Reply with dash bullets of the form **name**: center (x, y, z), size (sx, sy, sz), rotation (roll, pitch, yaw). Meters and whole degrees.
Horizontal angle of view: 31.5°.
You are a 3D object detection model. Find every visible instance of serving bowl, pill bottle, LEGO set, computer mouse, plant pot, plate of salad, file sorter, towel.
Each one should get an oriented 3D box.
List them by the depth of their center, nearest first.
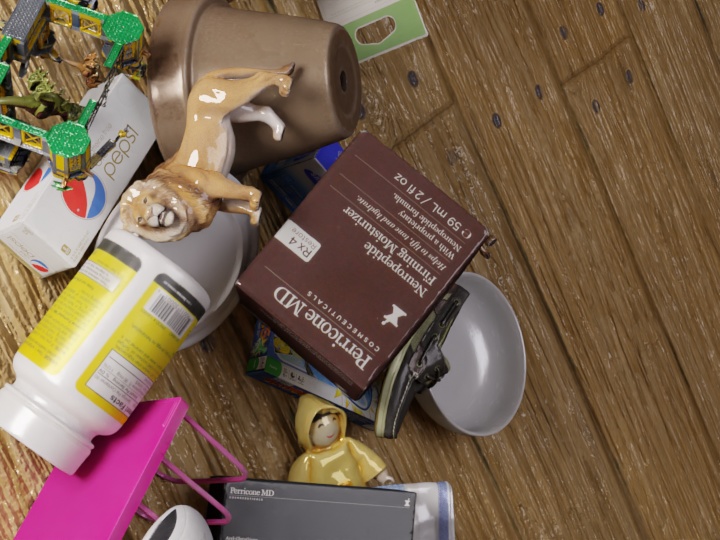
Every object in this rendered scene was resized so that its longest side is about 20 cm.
- **computer mouse**: center (-0.172, 0.277, 1.039), size (0.110, 0.044, 0.200), rotation (54, 48, -28)
- **pill bottle**: center (-0.235, 0.073, 1.135), size (0.114, 0.114, 0.200), rotation (43, 76, -30)
- **file sorter**: center (-0.208, 0.236, 1.143), size (0.125, 0.139, 0.201), rotation (48, 50, -31)
- **LEGO set**: center (-0.282, -0.153, 1.166), size (0.153, 0.116, 0.201), rotation (12, 61, -5)
- **plate of salad**: center (-0.186, -0.013, 1.263), size (0.199, 0.048, 0.201), rotation (-22, 125, -35)
- **plant pot**: center (-0.097, -0.186, 1.286), size (0.200, 0.174, 0.202), rotation (-3, 90, -72)
- **towel**: center (0.012, 0.303, 1.342), size (0.199, 0.024, 0.148), rotation (-2, 89, -21)
- **serving bowl**: center (0.118, 0.106, 1.563), size (0.199, 0.066, 0.201), rotation (15, 69, -43)

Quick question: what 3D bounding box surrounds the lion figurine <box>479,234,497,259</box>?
- **lion figurine**: center (0.078, -0.055, 1.562), size (0.122, 0.073, 0.200), rotation (43, 16, 26)

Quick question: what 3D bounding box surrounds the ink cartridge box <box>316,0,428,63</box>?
- **ink cartridge box**: center (0.003, -0.356, 1.503), size (0.048, 0.145, 0.201), rotation (-33, 104, -46)

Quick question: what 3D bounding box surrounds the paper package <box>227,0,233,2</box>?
- **paper package**: center (-0.194, -0.391, 1.340), size (0.199, 0.103, 0.192), rotation (2, 78, -45)

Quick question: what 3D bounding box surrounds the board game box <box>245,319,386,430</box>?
- **board game box**: center (-0.034, 0.085, 1.434), size (0.200, 0.034, 0.136), rotation (28, 61, -38)

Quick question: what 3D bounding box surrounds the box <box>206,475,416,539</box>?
- **box**: center (-0.053, 0.282, 1.268), size (0.199, 0.079, 0.142), rotation (8, 84, -18)

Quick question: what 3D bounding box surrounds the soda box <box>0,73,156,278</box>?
- **soda box**: center (-0.266, -0.091, 1.218), size (0.068, 0.063, 0.201), rotation (45, 50, -28)

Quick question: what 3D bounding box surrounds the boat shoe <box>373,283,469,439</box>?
- **boat shoe**: center (0.070, 0.098, 1.433), size (0.072, 0.066, 0.202), rotation (87, 22, -69)

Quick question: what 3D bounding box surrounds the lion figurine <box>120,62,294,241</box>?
- **lion figurine**: center (-0.140, -0.115, 1.178), size (0.122, 0.072, 0.201), rotation (15, 76, 1)

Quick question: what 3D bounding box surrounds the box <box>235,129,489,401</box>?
- **box**: center (0.000, 0.000, 1.286), size (0.166, 0.164, 0.200), rotation (39, 81, 3)

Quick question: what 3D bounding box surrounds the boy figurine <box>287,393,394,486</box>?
- **boy figurine**: center (-0.022, 0.228, 1.377), size (0.124, 0.064, 0.201), rotation (-13, 94, -21)

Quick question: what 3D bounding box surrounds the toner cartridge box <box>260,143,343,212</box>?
- **toner cartridge box**: center (-0.014, -0.062, 1.448), size (0.200, 0.095, 0.043), rotation (47, 50, -26)
